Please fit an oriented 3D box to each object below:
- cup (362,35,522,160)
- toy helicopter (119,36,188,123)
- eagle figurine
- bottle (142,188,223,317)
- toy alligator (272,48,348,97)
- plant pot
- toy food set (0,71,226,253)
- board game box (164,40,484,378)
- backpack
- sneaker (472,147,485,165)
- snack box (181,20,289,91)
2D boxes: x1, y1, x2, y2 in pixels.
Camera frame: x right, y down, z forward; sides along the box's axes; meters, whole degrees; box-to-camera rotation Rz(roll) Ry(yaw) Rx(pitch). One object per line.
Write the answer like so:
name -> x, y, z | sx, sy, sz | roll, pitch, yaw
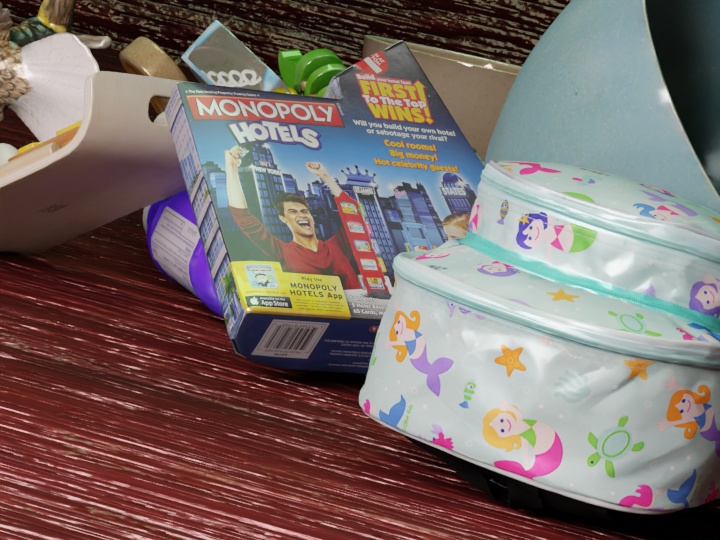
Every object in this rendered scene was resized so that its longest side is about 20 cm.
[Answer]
cup -> 0.085, -0.110, 2.294 | 0.199, 0.144, 0.200 | 13, 7, -2
toy helicopter -> -0.093, -0.069, 1.663 | 0.132, 0.079, 0.200 | 41, -12, 39
eagle figurine -> -0.258, -0.124, 1.581 | 0.199, 0.153, 0.151 | -5, -23, -32
bottle -> -0.078, -0.014, 1.537 | 0.083, 0.066, 0.200 | 24, 2, -22
toy alligator -> -0.007, -0.071, 1.635 | 0.059, 0.054, 0.201 | -8, 55, -23
plant pot -> 0.142, -0.052, 1.353 | 0.134, 0.201, 0.200 | -26, -14, 28
toy food set -> -0.176, -0.062, 1.482 | 0.199, 0.061, 0.143 | -22, -13, 30
board game box -> -0.006, -0.033, 1.402 | 0.199, 0.062, 0.201 | 5, 48, -29
backpack -> 0.099, 0.034, 1.184 | 0.177, 0.151, 0.200 | 20, 14, 24
sneaker -> 0.090, -0.025, 1.655 | 0.086, 0.078, 0.200 | 10, -16, 17
snack box -> -0.025, -0.070, 1.740 | 0.200, 0.037, 0.116 | 43, -4, 17
